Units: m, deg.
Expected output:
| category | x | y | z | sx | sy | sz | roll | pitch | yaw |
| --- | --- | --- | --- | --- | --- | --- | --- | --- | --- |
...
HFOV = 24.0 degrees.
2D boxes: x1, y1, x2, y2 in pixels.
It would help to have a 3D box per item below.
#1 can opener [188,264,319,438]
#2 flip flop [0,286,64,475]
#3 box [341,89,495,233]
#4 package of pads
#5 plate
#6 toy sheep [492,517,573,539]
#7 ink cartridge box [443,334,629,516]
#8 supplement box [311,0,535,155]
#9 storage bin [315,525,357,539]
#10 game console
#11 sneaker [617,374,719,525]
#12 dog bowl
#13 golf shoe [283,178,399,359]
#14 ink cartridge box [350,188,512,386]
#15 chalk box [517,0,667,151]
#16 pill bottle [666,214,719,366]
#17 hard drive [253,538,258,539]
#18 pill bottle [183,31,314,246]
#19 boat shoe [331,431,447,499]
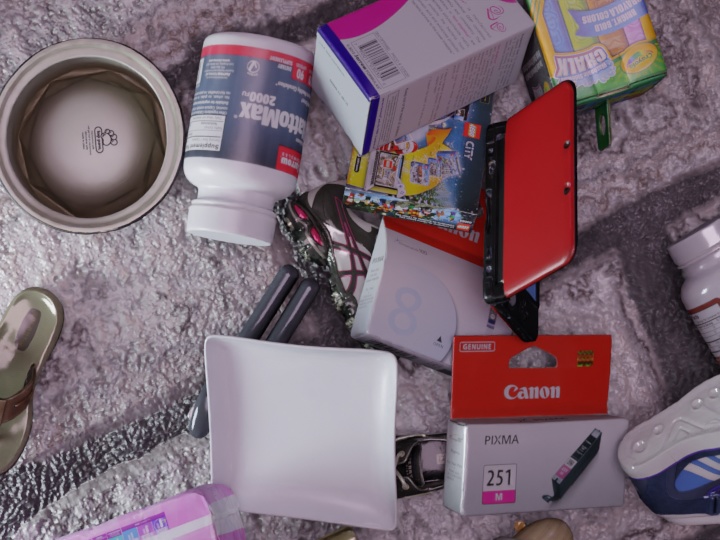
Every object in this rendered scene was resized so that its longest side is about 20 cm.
| category | x | y | z | sx | sy | sz | roll | pitch | yaw |
| --- | --- | --- | --- | --- | --- | --- | --- | --- | --- |
| can opener | -0.112 | 0.089 | 1.745 | 0.053 | 0.067 | 0.201 | 32 | 93 | 2 |
| flip flop | -0.362 | 0.113 | 1.740 | 0.080 | 0.058 | 0.202 | 22 | 86 | -1 |
| box | 0.063 | -0.144 | 1.739 | 0.135 | 0.038 | 0.201 | 12 | 60 | -2 |
| package of pads | -0.220 | 0.277 | 1.688 | 0.198 | 0.120 | 0.076 | -22 | 81 | 8 |
| plate | -0.056 | 0.158 | 1.702 | 0.198 | 0.032 | 0.201 | 5 | 114 | 13 |
| toy sheep | 0.162 | 0.344 | 1.711 | 0.137 | 0.138 | 0.201 | 27 | 75 | -1 |
| ink cartridge box | 0.182 | 0.155 | 1.720 | 0.198 | 0.043 | 0.175 | 1 | 96 | -27 |
| supplement box | 0.061 | -0.217 | 1.699 | 0.199 | 0.104 | 0.102 | -27 | 66 | -20 |
| storage bin | -0.073 | 0.337 | 1.668 | 0.197 | 0.200 | 0.094 | -25 | 87 | -3 |
| game console | 0.186 | -0.055 | 1.675 | 0.118 | 0.172 | 0.202 | -9 | 61 | 24 |
| sneaker | 0.374 | 0.189 | 1.728 | 0.199 | 0.081 | 0.147 | -29 | 127 | 19 |
| dog bowl | -0.278 | -0.134 | 1.750 | 0.198 | 0.074 | 0.202 | 0 | 86 | -2 |
| golf shoe | 0.000 | 0.000 | 1.754 | 0.088 | 0.077 | 0.201 | -31 | 88 | -9 |
| ink cartridge box | 0.091 | 0.000 | 1.733 | 0.159 | 0.047 | 0.202 | 21 | 76 | -21 |
| chalk box | 0.235 | -0.226 | 1.749 | 0.123 | 0.124 | 0.202 | -18 | 89 | -5 |
| pill bottle | 0.402 | 0.042 | 1.747 | 0.112 | 0.112 | 0.201 | -30 | 88 | -4 |
| hard drive | -0.191 | 0.326 | 1.698 | 0.199 | 0.132 | 0.027 | -23 | 88 | -3 |
| pill bottle | -0.117 | -0.132 | 1.730 | 0.118 | 0.120 | 0.202 | 9 | 85 | -2 |
| boat shoe | 0.049 | 0.199 | 1.748 | 0.198 | 0.064 | 0.071 | -11 | 87 | -3 |
